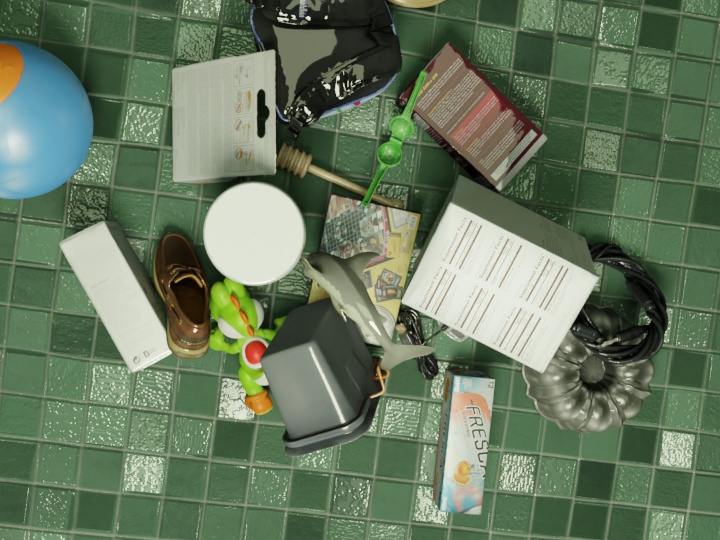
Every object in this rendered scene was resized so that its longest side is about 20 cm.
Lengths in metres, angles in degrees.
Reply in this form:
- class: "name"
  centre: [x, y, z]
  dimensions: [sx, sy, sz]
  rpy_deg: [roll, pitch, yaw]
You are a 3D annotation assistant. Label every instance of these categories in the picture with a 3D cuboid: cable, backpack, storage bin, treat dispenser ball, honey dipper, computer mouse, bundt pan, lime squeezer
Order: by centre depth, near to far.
- class: "treat dispenser ball"
  centre: [-0.452, -0.194, 1.051]
  dimensions: [0.199, 0.201, 0.203]
  rpy_deg: [0, 92, -5]
- class: "storage bin"
  centre: [-0.046, 0.127, 1.077]
  dimensions: [0.145, 0.200, 0.135]
  rpy_deg: [-19, 107, 18]
- class: "backpack"
  centre: [-0.044, -0.299, 1.109]
  dimensions: [0.189, 0.154, 0.202]
  rpy_deg: [-15, 104, -3]
- class: "lime squeezer"
  centre: [0.046, -0.187, 1.141]
  dimensions: [0.038, 0.071, 0.201]
  rpy_deg: [29, 102, 18]
- class: "cable"
  centre: [0.367, 0.038, 1.162]
  dimensions: [0.162, 0.051, 0.201]
  rpy_deg: [24, 52, 8]
- class: "honey dipper"
  centre: [-0.027, -0.130, 1.176]
  dimensions: [0.199, 0.038, 0.038]
  rpy_deg: [22, 90, -8]
- class: "computer mouse"
  centre: [0.152, 0.066, 1.195]
  dimensions: [0.199, 0.044, 0.110]
  rpy_deg: [-33, 89, 2]
- class: "bundt pan"
  centre: [0.346, 0.149, 1.198]
  dimensions: [0.200, 0.076, 0.204]
  rpy_deg: [0, 93, -6]

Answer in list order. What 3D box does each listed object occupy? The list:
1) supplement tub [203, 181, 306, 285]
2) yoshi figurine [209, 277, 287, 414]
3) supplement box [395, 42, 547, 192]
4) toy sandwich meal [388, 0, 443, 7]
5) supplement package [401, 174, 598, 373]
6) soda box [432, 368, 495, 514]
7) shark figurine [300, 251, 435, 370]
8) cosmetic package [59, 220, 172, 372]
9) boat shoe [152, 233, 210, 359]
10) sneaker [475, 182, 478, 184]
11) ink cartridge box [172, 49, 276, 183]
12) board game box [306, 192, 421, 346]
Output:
- class: "supplement tub"
  centre: [-0.138, -0.050, 1.084]
  dimensions: [0.131, 0.200, 0.133]
  rpy_deg: [0, 92, -5]
- class: "yoshi figurine"
  centre: [-0.159, 0.095, 1.156]
  dimensions: [0.111, 0.112, 0.201]
  rpy_deg: [-9, 112, 35]
- class: "supplement box"
  centre: [0.160, -0.218, 1.174]
  dimensions: [0.200, 0.061, 0.109]
  rpy_deg: [43, 89, -6]
- class: "toy sandwich meal"
  centre: [0.065, -0.465, 1.157]
  dimensions: [0.203, 0.070, 0.207]
  rpy_deg: [0, 91, -10]
- class: "supplement package"
  centre: [0.181, -0.003, 1.062]
  dimensions: [0.199, 0.191, 0.148]
  rpy_deg: [27, 109, 2]
- class: "soda box"
  centre: [0.151, 0.249, 1.186]
  dimensions: [0.063, 0.068, 0.202]
  rpy_deg: [5, 91, -5]
- class: "shark figurine"
  centre: [0.004, 0.025, 1.027]
  dimensions: [0.089, 0.128, 0.215]
  rpy_deg: [-40, 67, -8]
- class: "cosmetic package"
  centre: [-0.327, 0.033, 1.122]
  dimensions: [0.074, 0.102, 0.201]
  rpy_deg: [-27, 96, -4]
- class: "boat shoe"
  centre: [-0.236, 0.021, 1.099]
  dimensions: [0.071, 0.068, 0.201]
  rpy_deg: [1, 49, -26]
- class: "sneaker"
  centre: [0.214, -0.046, 1.190]
  dimensions: [0.199, 0.076, 0.077]
  rpy_deg: [36, 112, -6]
- class: "ink cartridge box"
  centre: [-0.176, -0.204, 1.095]
  dimensions: [0.199, 0.050, 0.164]
  rpy_deg: [1, 93, 35]
- class: "board game box"
  centre: [0.000, 0.000, 1.170]
  dimensions: [0.134, 0.035, 0.202]
  rpy_deg: [12, 98, -5]
